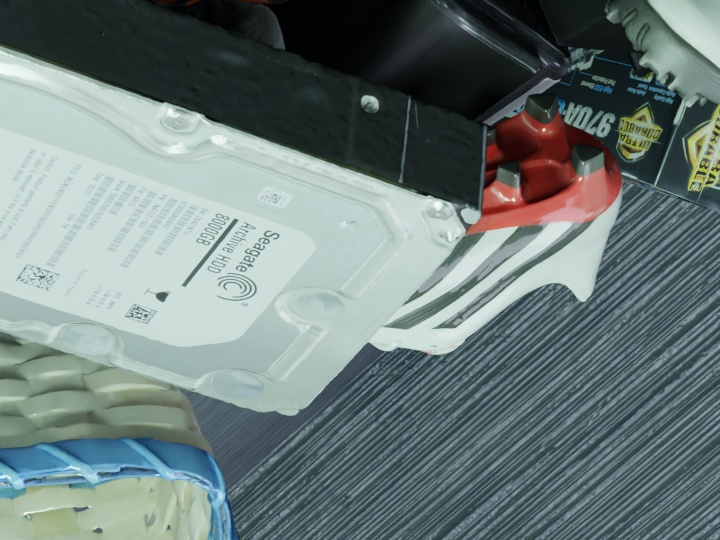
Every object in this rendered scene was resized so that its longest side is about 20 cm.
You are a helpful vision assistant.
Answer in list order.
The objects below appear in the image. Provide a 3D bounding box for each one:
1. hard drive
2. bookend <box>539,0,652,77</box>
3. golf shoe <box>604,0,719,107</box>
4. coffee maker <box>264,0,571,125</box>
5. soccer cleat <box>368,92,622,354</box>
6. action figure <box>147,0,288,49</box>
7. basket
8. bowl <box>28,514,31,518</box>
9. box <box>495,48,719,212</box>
[{"bbox_3d":[-0.080,-0.025,0.668,0.140,0.199,0.038,-47,-149,51],"label":"hard drive"},{"bbox_3d":[0.116,-0.157,0.819,0.199,0.093,0.198,-30,165,33],"label":"bookend"},{"bbox_3d":[0.170,-0.107,0.779,0.199,0.078,0.095,-11,144,-36],"label":"golf shoe"},{"bbox_3d":[-0.040,-0.059,0.853,0.200,0.135,0.192,-43,172,19],"label":"coffee maker"},{"bbox_3d":[0.000,0.000,0.807,0.198,0.069,0.086,-16,134,-16],"label":"soccer cleat"},{"bbox_3d":[-0.037,-0.087,0.711,0.193,0.199,0.105,-36,-142,39],"label":"action figure"},{"bbox_3d":[-0.117,0.110,0.770,0.175,0.201,0.140,-3,136,-9],"label":"basket"},{"bbox_3d":[-0.226,0.117,0.996,0.200,0.200,0.108,-42,-144,21],"label":"bowl"},{"bbox_3d":[0.138,-0.125,1.128,0.200,0.046,0.160,25,-85,64],"label":"box"}]
